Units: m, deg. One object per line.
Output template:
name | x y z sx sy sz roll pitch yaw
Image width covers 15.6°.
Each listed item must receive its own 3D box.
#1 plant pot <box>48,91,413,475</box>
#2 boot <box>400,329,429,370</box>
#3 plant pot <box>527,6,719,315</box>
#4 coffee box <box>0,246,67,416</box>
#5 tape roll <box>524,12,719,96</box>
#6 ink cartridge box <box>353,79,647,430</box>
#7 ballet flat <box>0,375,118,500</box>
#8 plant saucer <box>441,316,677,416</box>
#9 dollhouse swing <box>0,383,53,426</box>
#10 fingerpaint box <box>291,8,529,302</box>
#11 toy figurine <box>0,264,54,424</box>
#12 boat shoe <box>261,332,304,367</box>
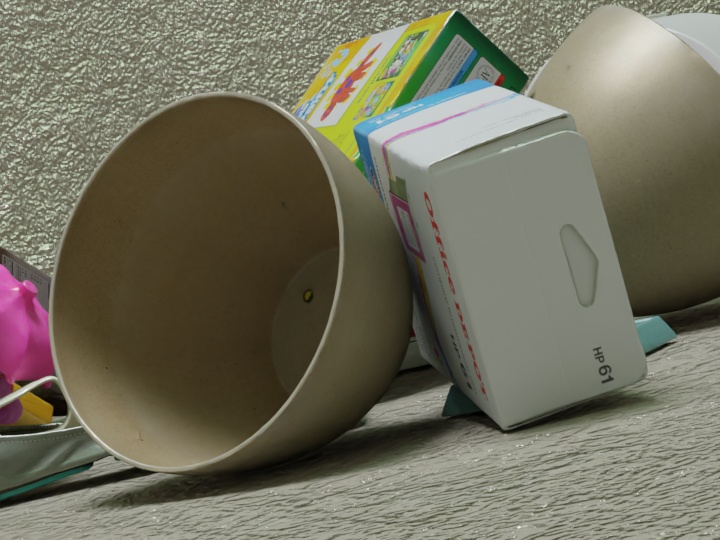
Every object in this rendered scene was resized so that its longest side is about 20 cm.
plant pot | -0.048 0.020 1.406 0.200 0.201 0.134 -11 -20 36
boot | 0.000 0.000 1.776 0.199 0.145 0.072 -13 3 -2
plant pot | 0.165 -0.047 1.671 0.134 0.200 0.200 -40 9 -12
coffee box | -0.267 0.048 1.896 0.114 0.080 0.200 -5 -17 19
tape roll | 0.231 -0.091 1.986 0.202 0.203 0.139 -11 4 29
ink cartridge box | 0.070 -0.013 1.388 0.084 0.145 0.200 -19 12 -9
ballet flat | -0.152 0.088 1.516 0.199 0.064 0.067 -13 2 -8
plant saucer | 0.115 0.052 1.500 0.070 0.019 0.200 -11 2 27
dollhouse swing | -0.333 0.131 1.777 0.200 0.176 0.182 -11 45 30
fingerpaint box | -0.005 -0.058 1.682 0.200 0.073 0.167 -57 21 -20
toy figurine | -0.269 0.065 1.562 0.184 0.200 0.150 -8 42 -3
boat shoe | -0.041 0.066 1.582 0.074 0.065 0.202 -27 1 -15
